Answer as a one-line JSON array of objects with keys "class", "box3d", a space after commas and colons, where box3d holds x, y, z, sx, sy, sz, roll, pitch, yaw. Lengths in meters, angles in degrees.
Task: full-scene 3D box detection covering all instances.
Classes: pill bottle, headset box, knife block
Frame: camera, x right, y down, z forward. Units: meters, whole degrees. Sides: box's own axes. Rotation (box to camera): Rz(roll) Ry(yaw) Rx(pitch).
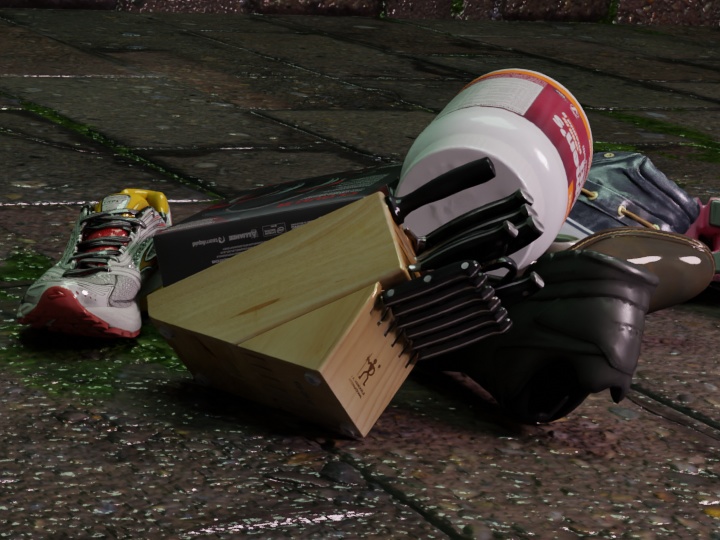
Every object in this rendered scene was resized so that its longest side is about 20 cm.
[{"class": "pill bottle", "box3d": [0.086, -0.060, 1.295, 0.109, 0.111, 0.200, 7, 19, 12]}, {"class": "headset box", "box3d": [-0.037, -0.014, 1.311, 0.147, 0.076, 0.200, -9, 8, 18]}, {"class": "knife block", "box3d": [0.000, 0.000, 1.140, 0.199, 0.064, 0.176, 14, 59, 39]}]

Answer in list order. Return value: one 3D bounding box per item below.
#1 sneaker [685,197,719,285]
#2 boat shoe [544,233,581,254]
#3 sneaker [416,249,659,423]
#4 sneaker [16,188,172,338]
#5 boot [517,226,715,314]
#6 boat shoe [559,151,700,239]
[{"class": "sneaker", "box3d": [0.203, -0.018, 1.543, 0.198, 0.080, 0.095, 8, -9, 11]}, {"class": "boat shoe", "box3d": [0.100, -0.013, 1.461, 0.072, 0.063, 0.199, -5, 16, -37]}, {"class": "sneaker", "box3d": [0.088, 0.046, 1.167, 0.075, 0.092, 0.199, 18, -19, -30]}, {"class": "sneaker", "box3d": [-0.170, -0.007, 1.293, 0.077, 0.083, 0.200, 6, 13, 6]}, {"class": "boot", "box3d": [0.152, 0.024, 1.323, 0.198, 0.075, 0.097, -8, 24, -9]}, {"class": "boat shoe", "box3d": [0.152, -0.061, 1.485, 0.200, 0.091, 0.071, 34, -14, 18]}]
